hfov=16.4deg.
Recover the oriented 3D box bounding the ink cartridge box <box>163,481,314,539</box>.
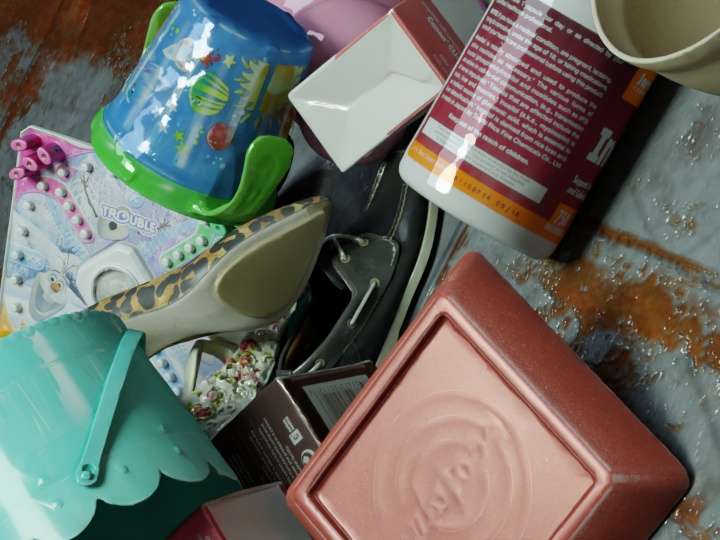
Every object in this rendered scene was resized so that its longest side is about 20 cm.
[{"bbox_3d":[-0.094,0.249,1.545,0.200,0.084,0.145,-44,71,33],"label":"ink cartridge box"}]

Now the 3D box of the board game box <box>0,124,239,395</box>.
[{"bbox_3d":[-0.178,0.017,1.816,0.026,0.199,0.201,-32,-43,-60],"label":"board game box"}]

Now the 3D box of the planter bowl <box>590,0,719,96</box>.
[{"bbox_3d":[0.238,-0.172,1.346,0.200,0.134,0.201,-41,33,35],"label":"planter bowl"}]

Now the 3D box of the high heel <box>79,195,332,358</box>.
[{"bbox_3d":[-0.116,0.004,1.700,0.200,0.071,0.142,-45,34,-7],"label":"high heel"}]

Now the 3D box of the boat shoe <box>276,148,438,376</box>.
[{"bbox_3d":[0.000,0.000,1.696,0.072,0.067,0.201,-15,50,57],"label":"boat shoe"}]

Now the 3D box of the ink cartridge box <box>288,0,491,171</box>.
[{"bbox_3d":[0.055,-0.154,1.676,0.116,0.068,0.200,-36,2,42],"label":"ink cartridge box"}]

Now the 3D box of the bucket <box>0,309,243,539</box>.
[{"bbox_3d":[-0.187,0.129,1.530,0.207,0.207,0.135,-44,70,33],"label":"bucket"}]

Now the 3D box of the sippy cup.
[{"bbox_3d":[-0.099,-0.121,1.710,0.139,0.177,0.131,-23,-36,-61],"label":"sippy cup"}]

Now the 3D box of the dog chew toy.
[{"bbox_3d":[-0.010,-0.151,1.786,0.125,0.124,0.201,-47,31,28],"label":"dog chew toy"}]

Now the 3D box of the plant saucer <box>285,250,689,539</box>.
[{"bbox_3d":[0.057,0.123,1.409,0.200,0.037,0.200,47,111,30],"label":"plant saucer"}]

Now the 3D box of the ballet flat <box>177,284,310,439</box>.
[{"bbox_3d":[-0.082,0.056,1.726,0.076,0.064,0.200,-63,2,35],"label":"ballet flat"}]

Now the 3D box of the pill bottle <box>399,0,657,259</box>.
[{"bbox_3d":[0.117,-0.118,1.538,0.201,0.113,0.113,-60,27,7],"label":"pill bottle"}]

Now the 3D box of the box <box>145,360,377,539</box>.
[{"bbox_3d":[-0.063,0.145,1.621,0.200,0.100,0.075,-45,68,32],"label":"box"}]

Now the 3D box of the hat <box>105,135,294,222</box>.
[{"bbox_3d":[-0.089,0.019,1.855,0.177,0.165,0.200,60,149,22],"label":"hat"}]
